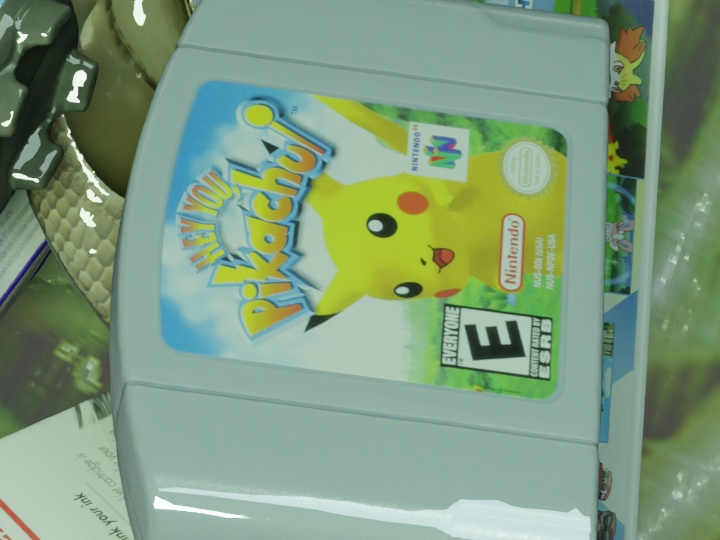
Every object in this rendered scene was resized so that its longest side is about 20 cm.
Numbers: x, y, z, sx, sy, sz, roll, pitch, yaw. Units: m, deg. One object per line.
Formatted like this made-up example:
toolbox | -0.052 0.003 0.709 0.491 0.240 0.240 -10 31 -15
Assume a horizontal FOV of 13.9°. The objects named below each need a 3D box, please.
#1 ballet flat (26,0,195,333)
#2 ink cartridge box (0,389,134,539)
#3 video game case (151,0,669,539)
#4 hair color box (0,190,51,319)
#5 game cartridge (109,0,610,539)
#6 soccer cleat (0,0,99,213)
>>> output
ballet flat | -0.070 -0.072 0.869 0.067 0.046 0.200 -12 88 -37
ink cartridge box | -0.049 0.089 0.815 0.200 0.067 0.116 -24 37 -24
video game case | 0.013 -0.008 0.945 0.182 0.022 0.200 8 82 -26
hair color box | -0.193 -0.038 0.883 0.200 0.065 0.109 36 45 -4
game cartridge | 0.000 0.000 0.805 0.133 0.041 0.200 5 52 -1
soccer cleat | -0.145 -0.004 0.808 0.086 0.070 0.200 15 63 20
